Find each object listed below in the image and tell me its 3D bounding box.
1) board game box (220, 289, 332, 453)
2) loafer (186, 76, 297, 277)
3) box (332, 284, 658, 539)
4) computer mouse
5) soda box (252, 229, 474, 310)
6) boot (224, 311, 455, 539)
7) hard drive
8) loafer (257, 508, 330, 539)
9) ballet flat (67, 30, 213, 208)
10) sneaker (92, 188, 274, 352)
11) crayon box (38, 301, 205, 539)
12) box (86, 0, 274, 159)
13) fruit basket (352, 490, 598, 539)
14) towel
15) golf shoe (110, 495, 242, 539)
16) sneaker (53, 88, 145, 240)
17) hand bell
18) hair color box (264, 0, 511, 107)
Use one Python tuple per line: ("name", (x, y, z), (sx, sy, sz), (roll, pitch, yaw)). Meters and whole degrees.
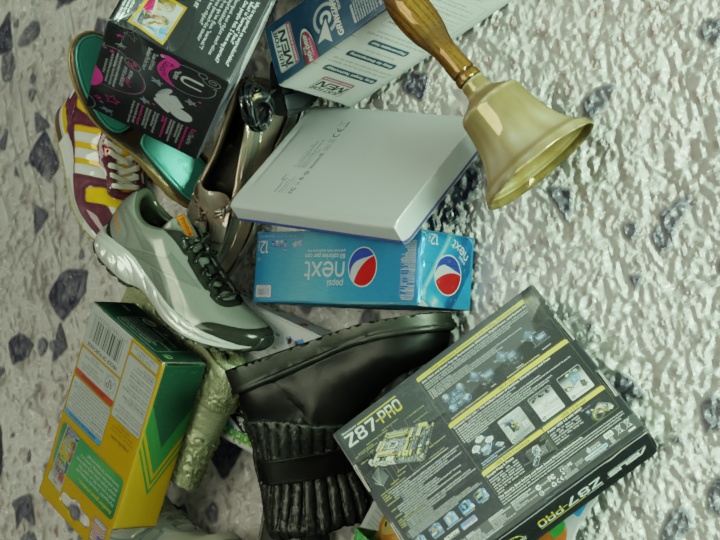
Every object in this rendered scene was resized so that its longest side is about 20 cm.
("board game box", (-0.088, 0.098, 1.628), (0.200, 0.035, 0.127), (23, 101, 44))
("loafer", (-0.124, -0.083, 1.649), (0.072, 0.063, 0.201), (23, 91, 39))
("box", (0.100, 0.131, 1.375), (0.200, 0.049, 0.161), (-37, 57, 1))
("computer mouse", (-0.066, -0.156, 1.555), (0.034, 0.200, 0.059), (-1, 105, 12))
("soda box", (0.000, 0.000, 1.533), (0.200, 0.068, 0.064), (1, 86, 44))
("boot", (-0.001, 0.128, 1.505), (0.210, 0.079, 0.158), (-19, 87, 18))
("hard drive", (-0.003, -0.084, 1.526), (0.200, 0.025, 0.132), (9, 51, 45))
("loafer", (-0.070, 0.282, 1.561), (0.073, 0.072, 0.201), (-13, 75, 43))
("ballet flat", (-0.212, -0.136, 1.697), (0.200, 0.069, 0.063), (54, 163, -14))
("sneaker", (-0.153, 0.003, 1.604), (0.200, 0.074, 0.079), (39, 112, 20))
("crayon box", (-0.220, 0.145, 1.646), (0.126, 0.051, 0.201), (35, 113, 43))
("box", (-0.146, -0.200, 1.532), (0.132, 0.114, 0.200), (-65, 6, -19))
("fruit basket", (0.072, 0.210, 1.421), (0.185, 0.094, 0.200), (37, 107, 41))
("towel", (-0.183, 0.096, 1.674), (0.200, 0.036, 0.149), (44, 116, 40))
("golf shoe", (-0.181, 0.250, 1.676), (0.200, 0.078, 0.098), (-18, 66, 40))
("sneaker", (-0.246, -0.112, 1.783), (0.090, 0.075, 0.200), (-47, 56, 37))
("hand bell", (0.080, -0.156, 1.407), (0.104, 0.104, 0.200), (-45, 77, 31))
("hair color box", (0.026, -0.217, 1.507), (0.200, 0.100, 0.061), (-31, 63, 33))
